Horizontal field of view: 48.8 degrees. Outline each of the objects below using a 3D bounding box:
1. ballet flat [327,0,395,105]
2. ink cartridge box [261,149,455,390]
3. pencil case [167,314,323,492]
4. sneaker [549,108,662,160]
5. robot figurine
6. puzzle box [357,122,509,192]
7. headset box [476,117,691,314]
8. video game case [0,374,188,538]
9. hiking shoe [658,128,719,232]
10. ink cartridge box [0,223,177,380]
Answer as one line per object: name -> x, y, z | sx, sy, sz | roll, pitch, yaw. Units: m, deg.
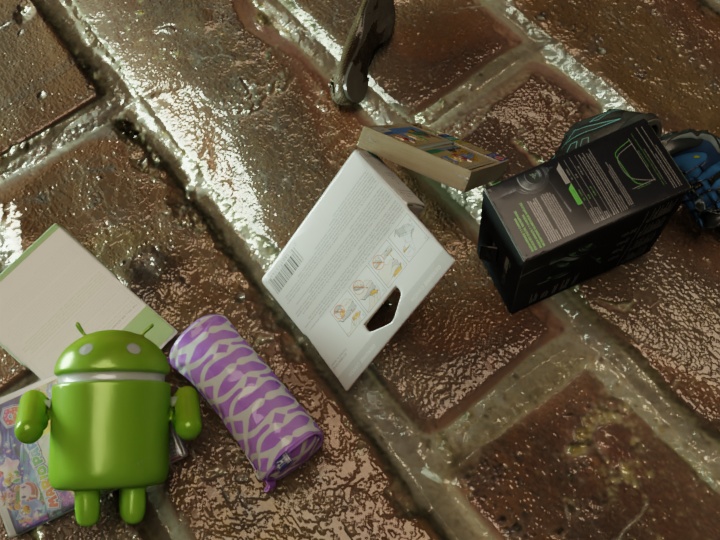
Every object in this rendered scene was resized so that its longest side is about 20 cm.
ballet flat -> 0.000, -0.309, 1.090 | 0.046, 0.067, 0.200 | -2, 61, 40
ink cartridge box -> 0.000, 0.000, 0.872 | 0.176, 0.045, 0.200 | 50, 116, 24
pencil case -> -0.125, 0.139, 0.859 | 0.086, 0.084, 0.200 | -46, 66, 8
sneaker -> 0.275, -0.135, 0.984 | 0.200, 0.076, 0.079 | -32, 44, -11
robot figurine -> -0.252, 0.152, 0.803 | 0.175, 0.116, 0.201 | 2, 77, -17
puzzle box -> 0.092, -0.137, 0.933 | 0.133, 0.200, 0.025 | 26, 109, 15
headset box -> 0.226, -0.049, 0.866 | 0.200, 0.174, 0.093 | -24, 69, -2
video game case -> -0.307, 0.179, 0.863 | 0.200, 0.018, 0.144 | -24, 80, -8
hiking shoe -> 0.389, -0.094, 0.891 | 0.200, 0.074, 0.087 | 16, 58, -35
ink cartridge box -> -0.334, 0.062, 0.928 | 0.200, 0.048, 0.146 | 41, 72, 4
